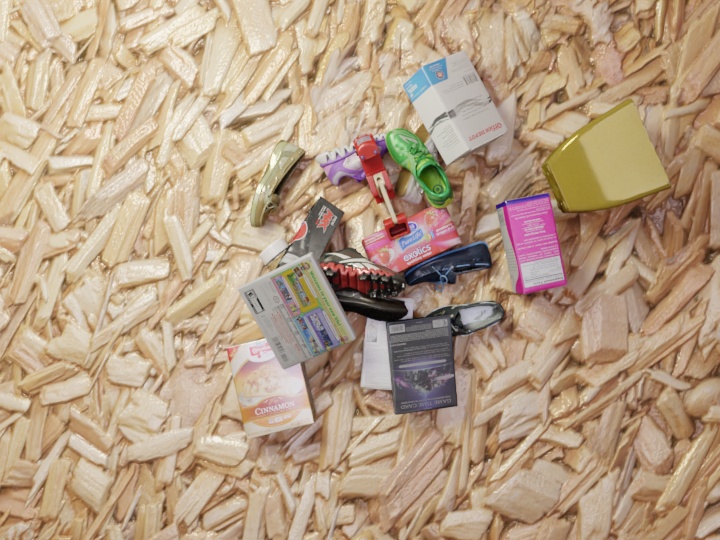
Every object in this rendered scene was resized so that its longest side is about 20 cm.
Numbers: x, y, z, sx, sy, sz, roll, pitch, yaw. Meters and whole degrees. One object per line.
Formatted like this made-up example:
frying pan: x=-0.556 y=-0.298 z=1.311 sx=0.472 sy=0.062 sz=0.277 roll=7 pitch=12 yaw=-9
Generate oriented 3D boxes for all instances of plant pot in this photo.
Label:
plant pot: x=0.502 y=-0.216 z=1.489 sx=0.198 sy=0.194 sz=0.198 roll=-26 pitch=90 yaw=8

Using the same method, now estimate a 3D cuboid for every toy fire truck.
toy fire truck: x=0.042 y=-0.176 z=1.456 sx=0.048 sy=0.141 sz=0.202 roll=-21 pitch=112 yaw=3

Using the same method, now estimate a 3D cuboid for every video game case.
video game case: x=-0.129 y=0.086 z=1.437 sx=0.180 sy=0.022 sz=0.202 roll=-24 pitch=103 yaw=18
video game case: x=0.133 y=0.202 z=1.509 sx=0.141 sy=0.019 sz=0.203 roll=-6 pitch=98 yaw=-7

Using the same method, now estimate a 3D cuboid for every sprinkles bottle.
sprinkles bottle: x=-0.138 y=0.026 z=1.535 sx=0.068 sy=0.068 sz=0.201 roll=-37 pitch=90 yaw=-1

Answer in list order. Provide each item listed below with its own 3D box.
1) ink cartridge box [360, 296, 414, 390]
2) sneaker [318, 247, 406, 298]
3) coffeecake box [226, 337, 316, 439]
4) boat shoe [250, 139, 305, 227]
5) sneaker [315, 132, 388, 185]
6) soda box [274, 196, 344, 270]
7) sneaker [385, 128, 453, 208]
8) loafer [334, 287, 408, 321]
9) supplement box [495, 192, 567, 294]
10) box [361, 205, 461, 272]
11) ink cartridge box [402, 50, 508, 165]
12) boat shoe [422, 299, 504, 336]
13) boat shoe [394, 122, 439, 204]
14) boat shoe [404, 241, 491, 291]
ink cartridge box: x=0.060 y=0.158 z=1.546 sx=0.107 sy=0.050 sz=0.203 roll=4 pitch=88 yaw=0
sneaker: x=0.000 y=0.000 z=1.451 sx=0.197 sy=0.071 sz=0.099 roll=8 pitch=45 yaw=7
coffeecake box: x=-0.193 y=0.246 z=1.531 sx=0.151 sy=0.073 sz=0.203 roll=-13 pitch=89 yaw=0
boat shoe: x=-0.184 y=-0.184 z=1.537 sx=0.062 sy=0.073 sz=0.203 roll=21 pitch=82 yaw=4
sneaker: x=0.005 y=-0.243 z=1.539 sx=0.197 sy=0.081 sz=0.090 roll=-19 pitch=96 yaw=4
soda box: x=-0.112 y=-0.055 z=1.497 sx=0.070 sy=0.063 sz=0.202 roll=32 pitch=64 yaw=-10
sneaker: x=0.129 y=-0.223 z=1.455 sx=0.074 sy=0.084 sz=0.201 roll=-38 pitch=81 yaw=-5
loafer: x=0.008 y=0.054 z=1.488 sx=0.197 sy=0.073 sz=0.072 roll=13 pitch=67 yaw=-2
supplement box: x=0.370 y=-0.056 z=1.524 sx=0.102 sy=0.101 sz=0.203 roll=-10 pitch=90 yaw=-1
box: x=0.108 y=-0.062 z=1.524 sx=0.198 sy=0.095 sz=0.101 roll=-24 pitch=89 yaw=0
ink cartridge box: x=0.205 y=-0.349 z=1.504 sx=0.144 sy=0.083 sz=0.202 roll=-29 pitch=90 yaw=-35
boat shoe: x=0.219 y=0.107 z=1.541 sx=0.197 sy=0.060 sz=0.077 roll=-20 pitch=90 yaw=-1
boat shoe: x=0.139 y=-0.241 z=1.546 sx=0.069 sy=0.071 sz=0.202 roll=27 pitch=81 yaw=-26
boat shoe: x=0.195 y=-0.002 z=1.530 sx=0.198 sy=0.084 sz=0.069 roll=-22 pitch=78 yaw=2
